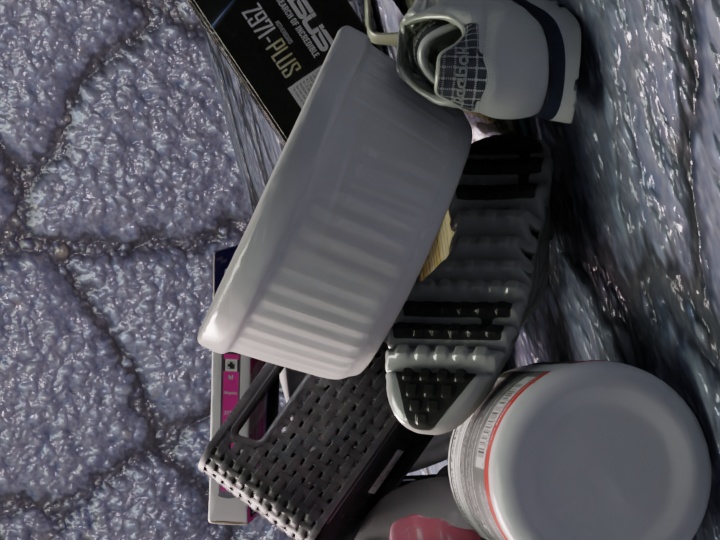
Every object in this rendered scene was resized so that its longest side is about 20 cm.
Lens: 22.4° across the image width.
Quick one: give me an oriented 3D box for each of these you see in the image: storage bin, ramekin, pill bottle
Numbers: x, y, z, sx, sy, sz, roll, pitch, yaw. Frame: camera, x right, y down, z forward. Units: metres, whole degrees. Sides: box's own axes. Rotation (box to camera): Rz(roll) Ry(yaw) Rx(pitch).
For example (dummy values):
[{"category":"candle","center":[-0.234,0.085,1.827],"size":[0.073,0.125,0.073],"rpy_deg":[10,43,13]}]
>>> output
[{"category":"storage bin","center":[-0.017,0.109,1.225],"size":[0.094,0.135,0.200],"rpy_deg":[34,177,12]},{"category":"ramekin","center":[-0.011,-0.031,1.041],"size":[0.202,0.094,0.203],"rpy_deg":[-155,90,-85]},{"category":"pill bottle","center":[0.111,0.108,1.005],"size":[0.200,0.116,0.116],"rpy_deg":[153,100,-83]}]

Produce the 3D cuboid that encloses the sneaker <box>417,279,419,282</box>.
[{"category":"sneaker","center":[0.071,-0.026,1.277],"size":[0.200,0.077,0.082],"rpy_deg":[-133,54,-71]}]

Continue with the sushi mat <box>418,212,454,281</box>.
[{"category":"sushi mat","center":[0.051,-0.049,1.203],"size":[0.200,0.012,0.096],"rpy_deg":[-95,23,-52]}]

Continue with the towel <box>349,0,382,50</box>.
[{"category":"towel","center":[-0.032,-0.178,1.556],"size":[0.166,0.085,0.200],"rpy_deg":[-127,22,-67]}]

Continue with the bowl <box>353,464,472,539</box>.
[{"category":"bowl","center":[0.087,0.191,1.246],"size":[0.201,0.201,0.091],"rpy_deg":[88,-164,-64]}]

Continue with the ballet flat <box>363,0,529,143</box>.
[{"category":"ballet flat","center":[0.043,-0.141,1.145],"size":[0.072,0.072,0.201],"rpy_deg":[89,163,-64]}]

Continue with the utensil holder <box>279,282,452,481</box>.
[{"category":"utensil holder","center":[0.007,0.044,1.440],"size":[0.170,0.170,0.200],"rpy_deg":[90,163,-66]}]

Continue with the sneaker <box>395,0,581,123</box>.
[{"category":"sneaker","center":[0.053,-0.129,0.997],"size":[0.200,0.080,0.077],"rpy_deg":[-133,40,-69]}]

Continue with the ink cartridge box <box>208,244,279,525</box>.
[{"category":"ink cartridge box","center":[-0.086,0.082,1.357],"size":[0.095,0.037,0.200],"rpy_deg":[-24,-66,-78]}]

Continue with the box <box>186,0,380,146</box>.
[{"category":"box","center":[-0.050,-0.157,1.237],"size":[0.200,0.086,0.164],"rpy_deg":[56,179,-5]}]

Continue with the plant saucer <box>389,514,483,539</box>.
[{"category":"plant saucer","center":[0.079,0.231,1.061],"size":[0.201,0.051,0.201],"rpy_deg":[-24,-90,-84]}]

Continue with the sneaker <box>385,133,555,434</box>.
[{"category":"sneaker","center":[0.073,0.017,1.043],"size":[0.081,0.075,0.200],"rpy_deg":[68,-143,-47]}]

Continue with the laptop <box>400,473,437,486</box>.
[{"category":"laptop","center":[0.046,0.221,1.435],"size":[0.200,0.177,0.104],"rpy_deg":[175,93,-82]}]
